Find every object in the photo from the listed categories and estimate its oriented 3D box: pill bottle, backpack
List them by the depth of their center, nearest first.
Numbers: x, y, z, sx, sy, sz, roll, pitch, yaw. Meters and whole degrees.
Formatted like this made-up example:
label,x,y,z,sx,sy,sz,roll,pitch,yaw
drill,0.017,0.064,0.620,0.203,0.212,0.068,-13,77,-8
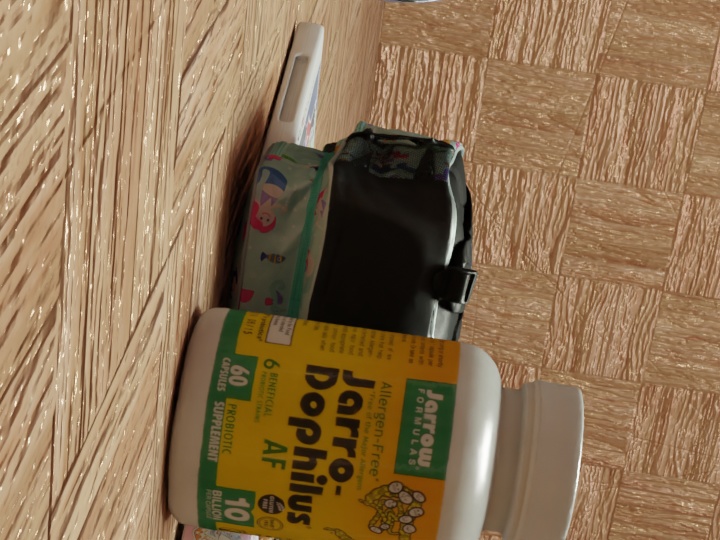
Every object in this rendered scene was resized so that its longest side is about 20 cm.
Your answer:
label,x,y,z,sx,sy,sz,roll,pitch,yaw
pill bottle,0.009,0.087,0.835,0.113,0.198,0.114,9,90,-89
backpack,0.000,0.000,0.980,0.200,0.149,0.179,-56,158,-70

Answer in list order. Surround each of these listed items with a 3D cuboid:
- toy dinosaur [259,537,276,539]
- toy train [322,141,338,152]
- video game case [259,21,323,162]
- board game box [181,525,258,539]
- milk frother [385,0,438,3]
label,x,y,z,sx,sy,sz,roll,pitch,yaw
toy dinosaur,-0.042,0.109,1.214,0.201,0.102,0.136,-57,157,-9
toy train,-0.021,-0.047,1.244,0.200,0.041,0.057,-80,167,-67
video game case,-0.053,-0.044,1.156,0.183,0.023,0.201,-80,178,-52
board game box,-0.091,0.255,0.935,0.200,0.043,0.201,95,2,-63
milk frother,0.073,-0.311,1.205,0.181,0.198,0.190,-87,-176,-61
